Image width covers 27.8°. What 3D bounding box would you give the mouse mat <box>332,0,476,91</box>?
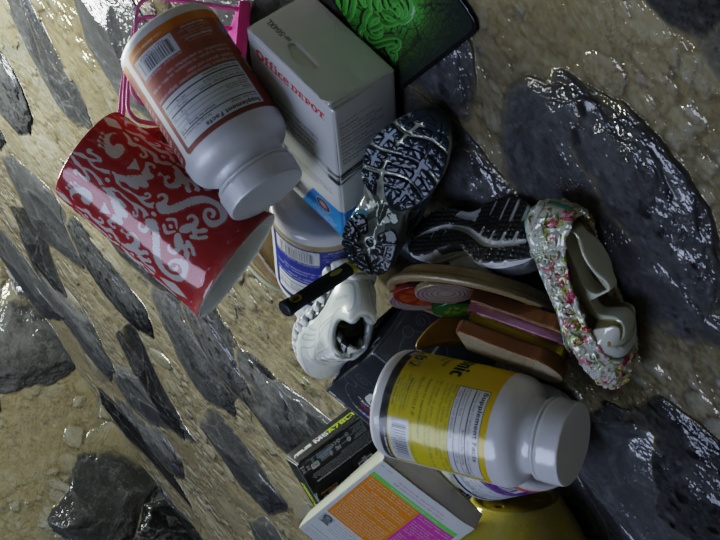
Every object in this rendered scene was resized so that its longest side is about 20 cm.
[{"bbox_3d":[0.024,-0.255,1.326,0.162,0.008,0.200,55,159,-4],"label":"mouse mat"}]

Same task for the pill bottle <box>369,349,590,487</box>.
[{"bbox_3d":[0.118,0.149,1.420,0.198,0.112,0.112,11,137,30],"label":"pill bottle"}]

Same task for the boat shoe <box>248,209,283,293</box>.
[{"bbox_3d":[-0.131,-0.064,1.836,0.201,0.071,0.076,54,146,-2],"label":"boat shoe"}]

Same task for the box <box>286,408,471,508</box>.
[{"bbox_3d":[0.036,0.251,1.783,0.194,0.199,0.047,60,163,-21],"label":"box"}]

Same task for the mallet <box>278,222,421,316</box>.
[{"bbox_3d":[0.000,0.000,1.501,0.066,0.200,0.041,30,137,22],"label":"mallet"}]

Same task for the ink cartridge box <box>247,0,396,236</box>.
[{"bbox_3d":[-0.035,-0.155,1.477,0.146,0.084,0.201,45,157,29],"label":"ink cartridge box"}]

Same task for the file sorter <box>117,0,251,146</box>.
[{"bbox_3d":[-0.203,-0.200,1.618,0.200,0.124,0.141,129,146,-67],"label":"file sorter"}]

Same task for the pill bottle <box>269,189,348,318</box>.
[{"bbox_3d":[-0.040,-0.024,1.639,0.120,0.119,0.201,42,155,25],"label":"pill bottle"}]

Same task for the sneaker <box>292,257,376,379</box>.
[{"bbox_3d":[-0.026,0.071,1.602,0.201,0.074,0.082,112,149,-52],"label":"sneaker"}]

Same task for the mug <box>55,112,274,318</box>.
[{"bbox_3d":[-0.197,-0.072,1.525,0.199,0.178,0.134,36,129,4],"label":"mug"}]

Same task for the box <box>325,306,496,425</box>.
[{"bbox_3d":[0.057,0.113,1.634,0.122,0.106,0.200,38,157,-3],"label":"box"}]

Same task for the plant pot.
[{"bbox_3d":[0.180,0.326,1.664,0.199,0.198,0.144,14,111,57],"label":"plant pot"}]

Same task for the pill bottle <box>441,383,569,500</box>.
[{"bbox_3d":[0.155,0.190,1.577,0.112,0.111,0.200,53,158,-1],"label":"pill bottle"}]

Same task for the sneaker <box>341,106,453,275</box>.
[{"bbox_3d":[0.041,-0.092,1.439,0.077,0.086,0.201,34,131,6],"label":"sneaker"}]

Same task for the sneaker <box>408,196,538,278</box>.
[{"bbox_3d":[0.130,-0.020,1.399,0.080,0.074,0.199,39,165,-24],"label":"sneaker"}]

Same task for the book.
[{"bbox_3d":[0.031,0.287,1.661,0.133,0.048,0.200,41,133,-4],"label":"book"}]

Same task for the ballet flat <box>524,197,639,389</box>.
[{"bbox_3d":[0.206,0.025,1.291,0.064,0.076,0.201,0,126,53],"label":"ballet flat"}]

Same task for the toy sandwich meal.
[{"bbox_3d":[0.117,0.054,1.410,0.203,0.071,0.205,14,167,3],"label":"toy sandwich meal"}]

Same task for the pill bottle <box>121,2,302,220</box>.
[{"bbox_3d":[-0.145,-0.156,1.446,0.201,0.112,0.112,57,159,12],"label":"pill bottle"}]
